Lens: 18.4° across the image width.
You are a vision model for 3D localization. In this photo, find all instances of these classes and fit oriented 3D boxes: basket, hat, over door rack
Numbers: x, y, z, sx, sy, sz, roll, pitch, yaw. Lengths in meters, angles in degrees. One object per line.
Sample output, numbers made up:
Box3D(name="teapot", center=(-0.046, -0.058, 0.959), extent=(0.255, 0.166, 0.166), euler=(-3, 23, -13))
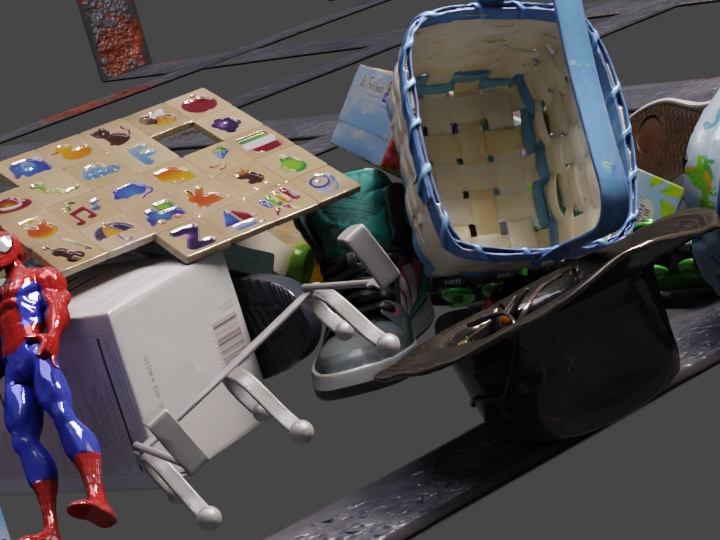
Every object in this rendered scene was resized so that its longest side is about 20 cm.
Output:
Box3D(name="basket", center=(0.093, -0.087, 1.291), extent=(0.138, 0.177, 0.200), euler=(-7, -12, -15))
Box3D(name="hat", center=(0.111, 0.043, 1.170), extent=(0.200, 0.081, 0.201), euler=(-27, 0, 0))
Box3D(name="over door rack", center=(-0.046, 0.063, 1.162), extent=(0.148, 0.067, 0.200), euler=(-44, -1, -12))

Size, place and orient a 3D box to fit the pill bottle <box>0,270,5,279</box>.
Box3D(name="pill bottle", center=(-0.198, 0.003, 1.670), extent=(0.114, 0.115, 0.200), euler=(-10, 13, 24))

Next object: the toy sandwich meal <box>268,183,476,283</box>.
Box3D(name="toy sandwich meal", center=(0.002, -0.013, 1.611), extent=(0.204, 0.071, 0.205), euler=(-6, 13, 1))

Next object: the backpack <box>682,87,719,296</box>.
Box3D(name="backpack", center=(0.267, -0.064, 1.292), extent=(0.200, 0.164, 0.153), euler=(-30, 32, -29))

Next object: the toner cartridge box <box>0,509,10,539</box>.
Box3D(name="toner cartridge box", center=(-0.295, 0.172, 1.198), extent=(0.199, 0.043, 0.095), euler=(-12, 14, 19))

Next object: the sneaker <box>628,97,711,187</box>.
Box3D(name="sneaker", center=(0.272, -0.090, 1.646), extent=(0.084, 0.073, 0.200), euler=(13, -14, -35))

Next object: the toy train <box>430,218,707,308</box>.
Box3D(name="toy train", center=(0.140, -0.001, 1.394), extent=(0.199, 0.042, 0.056), euler=(-7, -22, 28))

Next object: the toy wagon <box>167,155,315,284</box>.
Box3D(name="toy wagon", center=(-0.107, -0.012, 1.489), extent=(0.154, 0.040, 0.200), euler=(14, -23, 10))

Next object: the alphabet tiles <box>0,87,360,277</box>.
Box3D(name="alphabet tiles", center=(-0.128, -0.051, 1.369), extent=(0.199, 0.008, 0.167), euler=(-24, 40, -32))

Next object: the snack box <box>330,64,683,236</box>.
Box3D(name="snack box", center=(0.095, -0.071, 1.493), extent=(0.199, 0.068, 0.169), euler=(22, 4, -15))

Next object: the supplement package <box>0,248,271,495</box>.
Box3D(name="supplement package", center=(-0.173, 0.064, 1.356), extent=(0.199, 0.114, 0.109), euler=(-6, 17, 38))

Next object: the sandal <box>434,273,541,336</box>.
Box3D(name="sandal", center=(0.108, 0.029, 1.317), extent=(0.075, 0.045, 0.200), euler=(-21, 13, -23))

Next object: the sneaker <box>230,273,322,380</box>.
Box3D(name="sneaker", center=(-0.075, 0.037, 1.405), extent=(0.082, 0.070, 0.200), euler=(-20, 2, -40))

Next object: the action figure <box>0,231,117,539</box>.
Box3D(name="action figure", center=(-0.182, 0.059, 1.233), extent=(0.065, 0.201, 0.052), euler=(-38, -41, 26))

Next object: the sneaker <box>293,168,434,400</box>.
Box3D(name="sneaker", center=(0.000, 0.000, 1.405), extent=(0.083, 0.121, 0.200), euler=(-14, 13, 11))

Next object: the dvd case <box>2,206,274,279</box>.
Box3D(name="dvd case", center=(-0.156, 0.011, 1.464), extent=(0.145, 0.022, 0.200), euler=(13, -22, -18))
